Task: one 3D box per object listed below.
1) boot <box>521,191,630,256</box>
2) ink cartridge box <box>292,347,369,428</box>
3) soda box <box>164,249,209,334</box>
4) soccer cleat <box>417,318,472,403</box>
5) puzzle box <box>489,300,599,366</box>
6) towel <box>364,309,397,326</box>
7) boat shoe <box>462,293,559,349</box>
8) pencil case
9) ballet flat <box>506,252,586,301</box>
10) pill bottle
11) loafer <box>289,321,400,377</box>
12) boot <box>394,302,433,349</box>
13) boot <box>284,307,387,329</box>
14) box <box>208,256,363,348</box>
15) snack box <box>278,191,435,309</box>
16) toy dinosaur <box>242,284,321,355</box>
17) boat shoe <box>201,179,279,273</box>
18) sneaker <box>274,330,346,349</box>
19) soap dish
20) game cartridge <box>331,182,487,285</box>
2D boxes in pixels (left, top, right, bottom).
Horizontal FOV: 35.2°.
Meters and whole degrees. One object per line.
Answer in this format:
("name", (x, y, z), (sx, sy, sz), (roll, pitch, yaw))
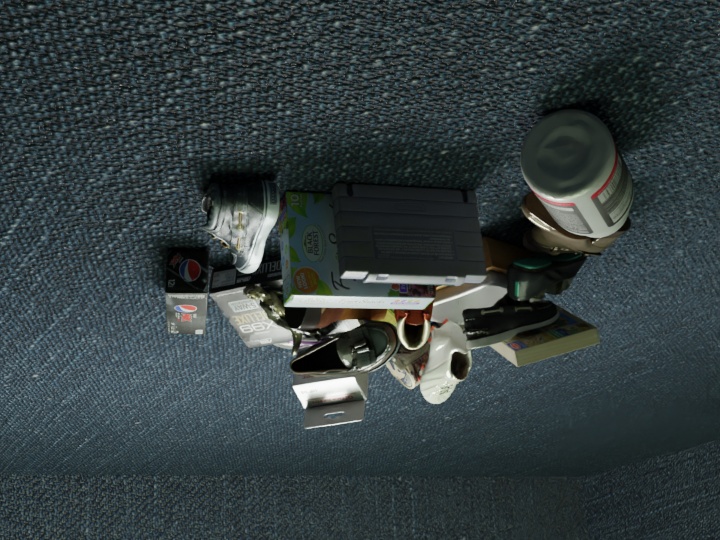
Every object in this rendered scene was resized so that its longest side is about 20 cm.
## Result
("boot", (0.274, -0.059, 1.588), (0.198, 0.071, 0.146), (12, 164, -25))
("ink cartridge box", (-0.047, 0.164, 1.938), (0.114, 0.202, 0.067), (-10, 133, 16))
("soda box", (-0.261, 0.035, 1.710), (0.062, 0.072, 0.200), (3, 160, -8))
("soccer cleat", (0.139, 0.163, 1.826), (0.069, 0.078, 0.201), (-28, 146, -25))
("puzzle box", (0.263, 0.093, 1.722), (0.131, 0.026, 0.200), (-16, -167, -9))
("towel", (0.008, 0.067, 1.826), (0.023, 0.143, 0.200), (-46, 177, -25))
("boat shoe", (0.221, 0.064, 1.669), (0.198, 0.061, 0.073), (-15, -177, -40))
("pencil case", (0.132, 0.122, 1.921), (0.199, 0.078, 0.090), (-33, 158, -21))
("ballet flat", (0.273, 0.006, 1.676), (0.073, 0.074, 0.199), (-20, 178, 38))
("pill bottle", (0.269, -0.107, 1.368), (0.109, 0.112, 0.200), (-12, 160, 20))
("loafer", (-0.026, 0.129, 1.718), (0.199, 0.073, 0.062), (-22, 172, 42))
("boot", (0.084, 0.019, 1.628), (0.074, 0.108, 0.202), (3, 132, 0))
("boot", (0.000, 0.000, 1.633), (0.198, 0.190, 0.068), (-5, -151, -45))
("box", (-0.111, 0.044, 1.740), (0.197, 0.050, 0.158), (-10, 141, 15))
("snack box", (-0.005, -0.025, 1.490), (0.197, 0.144, 0.053), (2, 159, -19))
("toy dinosaur", (-0.103, 0.070, 1.696), (0.087, 0.048, 0.201), (1, 146, 26))
("boat shoe", (-0.168, -0.060, 1.476), (0.090, 0.072, 0.201), (2, 153, -16))
("sneaker", (-0.058, 0.080, 1.831), (0.197, 0.101, 0.075), (6, 155, 19))
("soap dish", (0.174, 0.018, 1.759), (0.156, 0.082, 0.199), (13, 154, -43))
("game cartridge", (0.063, -0.045, 1.469), (0.197, 0.131, 0.038), (2, 161, -19))
